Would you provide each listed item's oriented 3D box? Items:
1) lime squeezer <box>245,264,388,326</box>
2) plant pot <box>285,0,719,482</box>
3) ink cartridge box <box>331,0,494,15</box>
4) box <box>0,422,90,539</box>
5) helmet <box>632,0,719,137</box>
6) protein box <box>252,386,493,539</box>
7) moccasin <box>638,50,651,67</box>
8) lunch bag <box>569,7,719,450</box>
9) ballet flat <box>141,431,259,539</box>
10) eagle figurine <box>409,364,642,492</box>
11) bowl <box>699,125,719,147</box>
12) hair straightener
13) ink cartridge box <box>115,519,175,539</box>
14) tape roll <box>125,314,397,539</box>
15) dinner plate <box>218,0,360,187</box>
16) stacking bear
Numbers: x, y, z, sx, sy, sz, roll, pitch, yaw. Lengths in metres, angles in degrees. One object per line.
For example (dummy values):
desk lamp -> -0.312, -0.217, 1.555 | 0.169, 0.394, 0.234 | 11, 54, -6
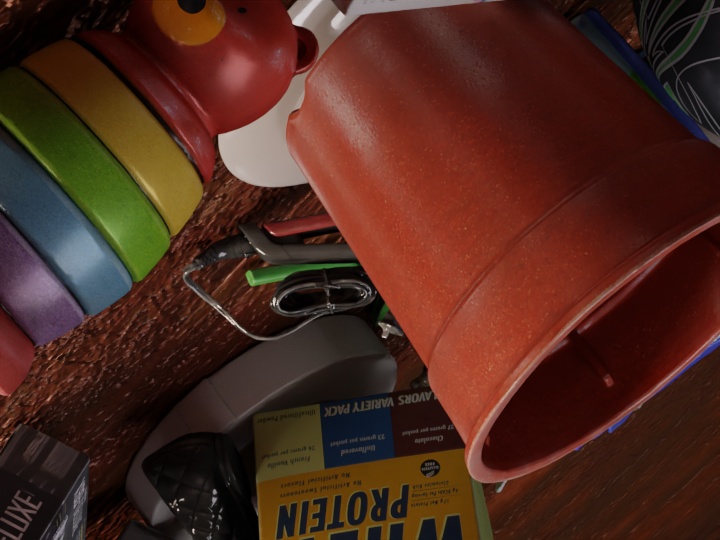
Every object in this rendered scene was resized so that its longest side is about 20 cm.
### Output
lime squeezer -> 0.000, 0.000, 1.209 | 0.070, 0.038, 0.200 | -12, 168, 21
plant pot -> 0.076, -0.035, 0.959 | 0.200, 0.195, 0.201 | -32, 157, -15
ink cartridge box -> 0.068, -0.185, 0.881 | 0.199, 0.068, 0.117 | -15, 147, -45
box -> -0.217, 0.204, 1.141 | 0.200, 0.050, 0.158 | 104, 12, -58
helmet -> 0.240, -0.157, 1.057 | 0.190, 0.200, 0.200 | -17, 151, -27
protein box -> 0.020, 0.214, 1.225 | 0.134, 0.201, 0.199 | -10, 142, 4
moccasin -> 0.163, -0.072, 1.251 | 0.200, 0.068, 0.081 | -40, 154, -9
lunch bag -> 0.130, -0.019, 1.134 | 0.170, 0.200, 0.128 | -36, 158, -6
ballet flat -> -0.083, 0.188, 1.225 | 0.057, 0.201, 0.067 | -13, -157, 6
eagle figurine -> 0.134, 0.046, 1.274 | 0.199, 0.152, 0.151 | -14, 151, 16
bowl -> 0.274, -0.077, 1.397 | 0.201, 0.090, 0.201 | -32, 158, -14
hair straightener -> 0.003, -0.002, 1.061 | 0.199, 0.077, 0.041 | -8, 166, -1
ink cartridge box -> -0.173, 0.276, 1.291 | 0.200, 0.083, 0.146 | -54, -172, 50
tape roll -> -0.064, 0.108, 1.305 | 0.202, 0.037, 0.203 | -33, 159, -14
dinner plate -> 0.015, -0.108, 1.016 | 0.200, 0.024, 0.200 | -34, 159, -15
stacking bear -> -0.110, -0.053, 0.820 | 0.200, 0.121, 0.114 | -43, 158, -9
